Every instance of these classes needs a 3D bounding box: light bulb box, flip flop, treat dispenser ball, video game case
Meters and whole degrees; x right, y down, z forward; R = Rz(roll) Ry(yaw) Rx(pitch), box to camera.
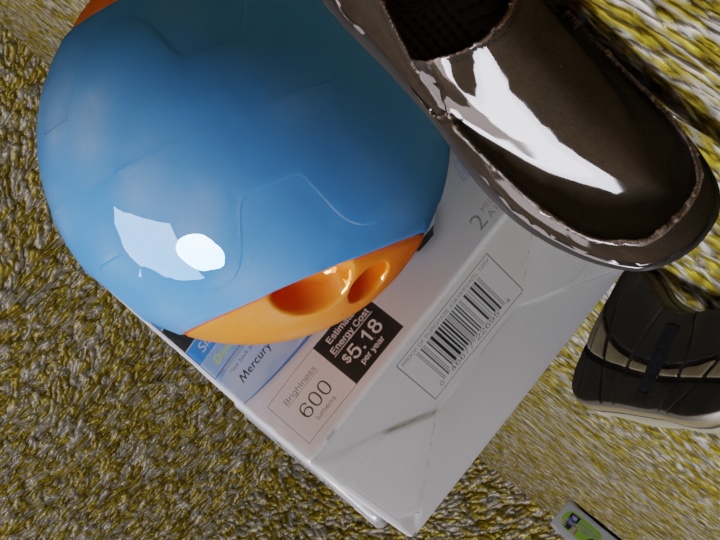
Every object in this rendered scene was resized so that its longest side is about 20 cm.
[{"bbox_3d":[0.000,0.000,1.257,0.200,0.198,0.125,36,176,38],"label":"light bulb box"},{"bbox_3d":[0.171,0.049,1.194,0.057,0.081,0.200,27,175,-22],"label":"flip flop"},{"bbox_3d":[-0.056,-0.064,1.115,0.201,0.201,0.201,40,175,4],"label":"treat dispenser ball"},{"bbox_3d":[0.359,0.407,3.098,0.181,0.045,0.200,40,176,30],"label":"video game case"}]

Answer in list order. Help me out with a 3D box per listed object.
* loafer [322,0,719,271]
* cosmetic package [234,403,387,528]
[{"bbox_3d":[0.054,-0.075,0.890,0.200,0.073,0.071,40,177,10],"label":"loafer"},{"bbox_3d":[0.018,0.100,2.032,0.167,0.200,0.166,40,175,7],"label":"cosmetic package"}]
